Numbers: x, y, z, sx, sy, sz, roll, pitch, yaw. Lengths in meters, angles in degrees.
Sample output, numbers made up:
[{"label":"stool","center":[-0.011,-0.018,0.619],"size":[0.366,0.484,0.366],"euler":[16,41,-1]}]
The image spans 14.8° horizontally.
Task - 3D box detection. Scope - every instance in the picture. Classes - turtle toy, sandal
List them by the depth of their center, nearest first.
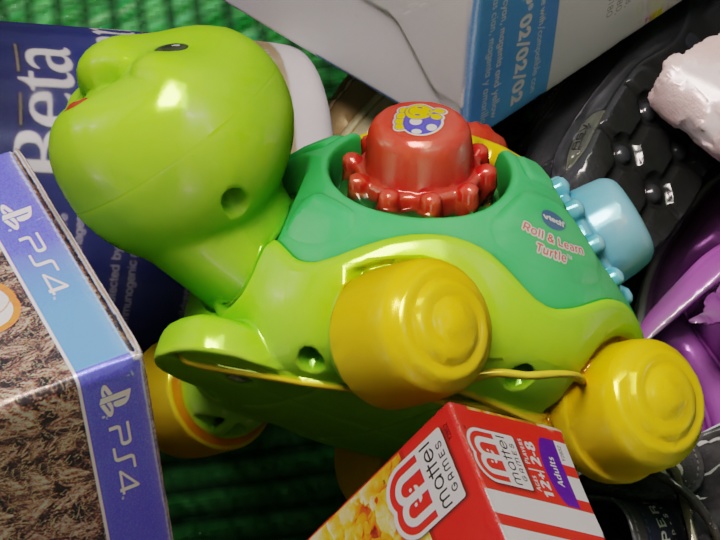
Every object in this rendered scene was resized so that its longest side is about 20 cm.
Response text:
[{"label":"turtle toy","center":[0.000,0.000,0.779],"size":[0.199,0.145,0.102],"euler":[21,68,-31]},{"label":"sandal","center":[0.116,0.037,0.878],"size":[0.082,0.050,0.203],"euler":[17,58,14]}]

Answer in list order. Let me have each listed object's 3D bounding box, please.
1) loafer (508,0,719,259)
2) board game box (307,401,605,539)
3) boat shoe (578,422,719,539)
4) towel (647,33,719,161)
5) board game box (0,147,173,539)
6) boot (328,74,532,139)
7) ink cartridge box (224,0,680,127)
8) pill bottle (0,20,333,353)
[{"label":"loafer","center":[0.099,-0.061,0.942],"size":[0.068,0.070,0.201],"euler":[53,45,-14]},{"label":"board game box","center":[0.001,0.156,0.714],"size":[0.046,0.200,0.152],"euler":[16,39,-41]},{"label":"boat shoe","center":[0.076,0.085,0.802],"size":[0.199,0.066,0.070],"euler":[-23,66,1]},{"label":"towel","center":[0.220,-0.033,0.899],"size":[0.200,0.032,0.191],"euler":[36,39,24]},{"label":"board game box","center":[-0.159,0.084,0.773],"size":[0.199,0.160,0.097],"euler":[-21,45,-15]},{"label":"boot","center":[-0.004,-0.110,0.978],"size":[0.155,0.073,0.200],"euler":[26,56,19]},{"label":"ink cartridge box","center":[0.060,-0.133,0.905],"size":[0.115,0.068,0.200],"euler":[33,50,29]},{"label":"pill bottle","center":[-0.116,-0.022,0.865],"size":[0.199,0.111,0.112],"euler":[3,51,-16]}]
